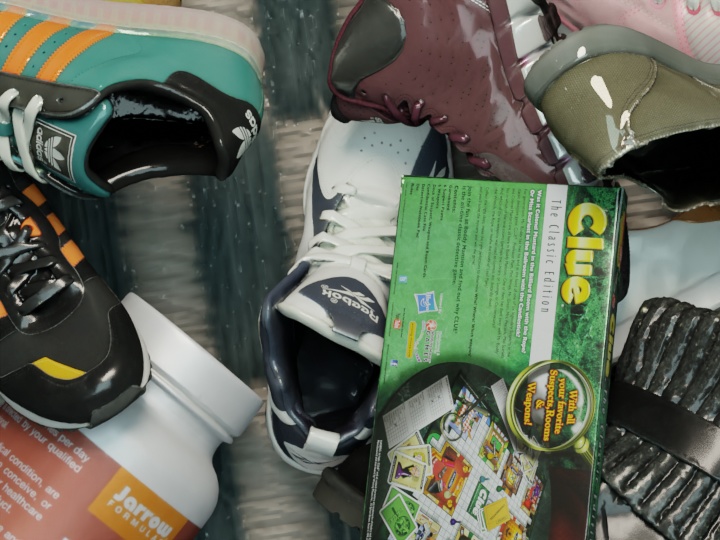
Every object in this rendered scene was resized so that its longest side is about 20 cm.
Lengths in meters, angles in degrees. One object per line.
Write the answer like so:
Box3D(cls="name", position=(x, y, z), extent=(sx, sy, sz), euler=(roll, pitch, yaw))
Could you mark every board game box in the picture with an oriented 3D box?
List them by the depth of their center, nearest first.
Box3D(cls="board game box", position=(0.058, 0.059, 1.223), extent=(0.104, 0.023, 0.201), euler=(4, 78, 17))

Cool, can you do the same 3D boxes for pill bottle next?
Box3D(cls="pill bottle", position=(-0.139, 0.114, 1.303), extent=(0.112, 0.112, 0.200), euler=(39, 85, -1))

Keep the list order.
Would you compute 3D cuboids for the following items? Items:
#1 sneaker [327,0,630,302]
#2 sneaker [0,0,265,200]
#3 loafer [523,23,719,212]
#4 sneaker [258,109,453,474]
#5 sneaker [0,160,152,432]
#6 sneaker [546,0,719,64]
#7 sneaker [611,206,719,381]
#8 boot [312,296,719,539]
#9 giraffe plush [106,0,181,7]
Box3D(cls="sneaker", position=(0.049, -0.067, 1.290), extent=(0.115, 0.076, 0.201), euler=(-18, 97, 14))
Box3D(cls="sneaker", position=(-0.143, -0.076, 1.225), extent=(0.199, 0.080, 0.072), euler=(0, 133, 2))
Box3D(cls="loafer", position=(0.155, -0.053, 1.245), extent=(0.075, 0.199, 0.070), euler=(-43, 53, 36))
Box3D(cls="sneaker", position=(0.000, 0.000, 1.301), extent=(0.079, 0.130, 0.200), euler=(20, 89, -2))
Box3D(cls="sneaker", position=(-0.168, -0.009, 1.268), extent=(0.070, 0.090, 0.200), euler=(-33, 49, -6))
Box3D(cls="sneaker", position=(0.134, -0.143, 1.311), extent=(0.200, 0.105, 0.075), euler=(48, 44, -6))
Box3D(cls="sneaker", position=(0.099, 0.026, 1.344), extent=(0.199, 0.073, 0.085), euler=(-25, 64, 2))
Box3D(cls="boot", position=(0.097, 0.080, 1.262), extent=(0.210, 0.079, 0.159), euler=(20, 82, 19))
Box3D(cls="giraffe plush", position=(-0.145, -0.145, 1.298), extent=(0.200, 0.172, 0.163), euler=(-39, 112, -12))
